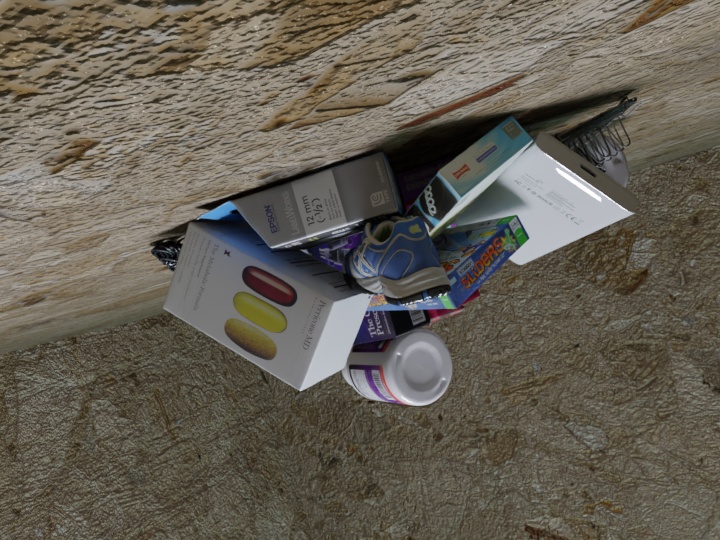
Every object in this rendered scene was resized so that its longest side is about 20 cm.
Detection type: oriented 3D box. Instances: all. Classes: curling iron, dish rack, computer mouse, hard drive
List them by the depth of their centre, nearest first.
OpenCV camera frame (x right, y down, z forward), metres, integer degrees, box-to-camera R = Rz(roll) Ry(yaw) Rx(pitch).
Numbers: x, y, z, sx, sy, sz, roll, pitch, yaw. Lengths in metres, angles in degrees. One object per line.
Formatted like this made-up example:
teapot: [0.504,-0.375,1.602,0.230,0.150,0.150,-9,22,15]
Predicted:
hard drive: [0.196,-0.074,0.735,0.026,0.132,0.200,-63,-168,-23]
dish rack: [0.248,-0.131,0.767,0.153,0.055,0.200,-28,172,-7]
computer mouse: [-0.174,-0.028,0.863,0.199,0.053,0.138,-16,178,-13]
curling iron: [0.116,0.085,1.117,0.050,0.026,0.200,-21,176,43]

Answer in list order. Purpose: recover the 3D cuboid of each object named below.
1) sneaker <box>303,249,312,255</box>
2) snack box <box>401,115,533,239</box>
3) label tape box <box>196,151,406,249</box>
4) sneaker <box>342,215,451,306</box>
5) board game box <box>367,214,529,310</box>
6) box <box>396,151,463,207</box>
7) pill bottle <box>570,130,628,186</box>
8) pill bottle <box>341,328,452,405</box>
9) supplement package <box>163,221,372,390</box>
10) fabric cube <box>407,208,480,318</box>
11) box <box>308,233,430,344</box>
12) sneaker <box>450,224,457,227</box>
sneaker: [-0.136,0.021,0.956,0.072,0.072,0.200,-28,166,-48]
snack box: [0.092,-0.074,0.691,0.116,0.037,0.200,-39,174,-27]
label tape box: [-0.054,-0.060,0.693,0.199,0.066,0.143,-18,179,8]
sneaker: [0.031,-0.017,0.649,0.076,0.077,0.200,-16,-171,-20]
board game box: [0.085,-0.004,0.760,0.135,0.035,0.200,-40,-164,-28]
box: [0.127,-0.122,0.862,0.137,0.039,0.200,-17,179,19]
pill bottle: [0.310,-0.134,0.970,0.114,0.114,0.200,-16,179,-3]
pill bottle: [0.045,0.149,0.996,0.111,0.112,0.200,-16,180,-26]
supplement package: [-0.104,0.032,0.735,0.200,0.114,0.109,26,-165,20]
fabric cube: [0.055,-0.015,1.060,0.200,0.200,0.196,-17,180,30]
box: [0.000,0.000,0.916,0.079,0.201,0.141,-17,179,-40]
sneaker: [0.218,-0.094,1.000,0.140,0.078,0.200,6,-148,35]
